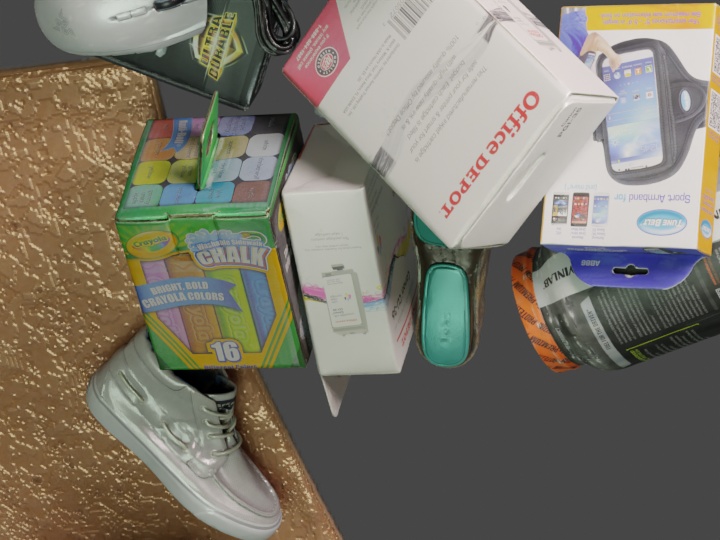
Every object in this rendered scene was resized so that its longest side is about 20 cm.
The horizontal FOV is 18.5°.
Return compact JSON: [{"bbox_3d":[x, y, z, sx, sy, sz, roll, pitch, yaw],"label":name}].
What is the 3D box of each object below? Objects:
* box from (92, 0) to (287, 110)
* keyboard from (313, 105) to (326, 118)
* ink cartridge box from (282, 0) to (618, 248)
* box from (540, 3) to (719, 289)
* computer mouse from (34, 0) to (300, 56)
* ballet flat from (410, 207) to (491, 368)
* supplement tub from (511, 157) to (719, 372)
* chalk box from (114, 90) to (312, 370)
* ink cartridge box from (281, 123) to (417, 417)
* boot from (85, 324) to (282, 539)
[{"bbox_3d":[-0.126,-0.237,1.642,0.158,0.046,0.201,21,119,1],"label":"box"},{"bbox_3d":[0.065,-0.119,1.682,0.199,0.011,0.057,15,113,4],"label":"keyboard"},{"bbox_3d":[0.062,-0.132,1.578,0.200,0.083,0.147,47,115,22],"label":"ink cartridge box"},{"bbox_3d":[0.195,-0.089,1.577,0.119,0.041,0.201,2,80,26],"label":"box"},{"bbox_3d":[-0.150,-0.193,1.618,0.199,0.044,0.110,-10,114,17],"label":"computer mouse"},{"bbox_3d":[0.071,-0.024,1.692,0.068,0.067,0.201,12,116,9],"label":"ballet flat"},{"bbox_3d":[0.221,-0.001,1.640,0.199,0.123,0.123,-22,110,20],"label":"supplement tub"},{"bbox_3d":[-0.106,-0.038,1.668,0.123,0.125,0.201,-2,129,13],"label":"chalk box"},{"bbox_3d":[0.000,0.000,1.689,0.067,0.117,0.201,-3,120,14],"label":"ink cartridge box"},{"bbox_3d":[-0.126,0.132,1.808,0.200,0.074,0.096,40,124,-7],"label":"boot"}]
